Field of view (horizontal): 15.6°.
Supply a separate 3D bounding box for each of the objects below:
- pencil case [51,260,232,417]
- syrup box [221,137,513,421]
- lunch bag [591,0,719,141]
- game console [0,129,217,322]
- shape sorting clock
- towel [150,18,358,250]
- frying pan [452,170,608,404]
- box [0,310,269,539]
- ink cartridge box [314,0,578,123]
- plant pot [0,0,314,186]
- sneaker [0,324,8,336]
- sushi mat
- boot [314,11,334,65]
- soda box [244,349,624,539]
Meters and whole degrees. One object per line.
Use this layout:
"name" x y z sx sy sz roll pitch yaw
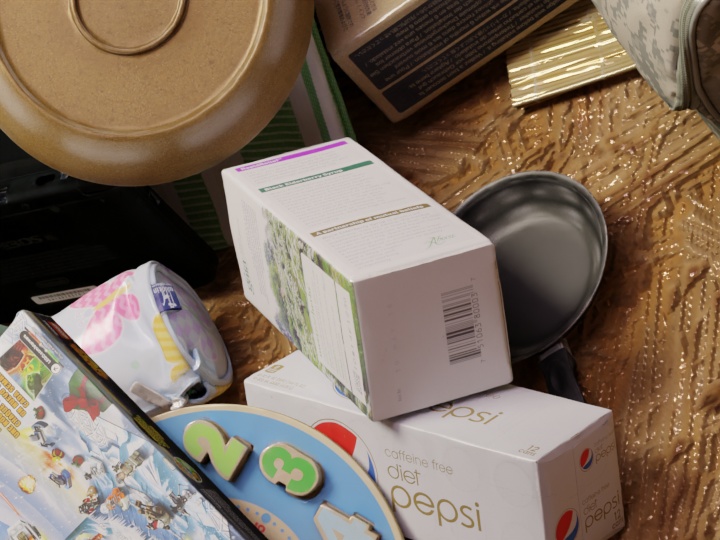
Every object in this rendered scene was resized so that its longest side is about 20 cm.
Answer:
"pencil case" -0.169 0.077 1.496 0.199 0.083 0.091 -29 63 14
"syrup box" 0.000 0.000 1.368 0.081 0.079 0.200 -15 23 -16
"lunch bag" 0.180 -0.169 1.348 0.139 0.168 0.200 -38 51 11
"game console" -0.197 -0.068 1.547 0.199 0.176 0.117 -10 53 31
"shape sorting clock" -0.071 0.167 1.322 0.199 0.039 0.201 -2 84 15
"towel" -0.097 -0.080 1.523 0.199 0.153 0.023 -10 21 29
"frying pan" 0.104 0.019 1.374 0.115 0.031 0.190 -50 47 0
"box" -0.140 0.137 1.306 0.200 0.040 0.137 44 97 18
"ink cartridge box" 0.047 -0.207 1.545 0.164 0.075 0.200 -32 40 15
"plant pot" -0.125 -0.147 1.440 0.199 0.027 0.201 -1 82 4
"sneaker" -0.301 0.054 1.580 0.200 0.118 0.074 -16 56 27
"sushi mat" 0.171 -0.154 1.471 0.199 0.012 0.096 -17 51 26
"boot" -0.123 -0.149 1.579 0.199 0.151 0.073 -20 40 22
"soda box" 0.035 0.092 1.330 0.199 0.068 0.064 12 30 41
